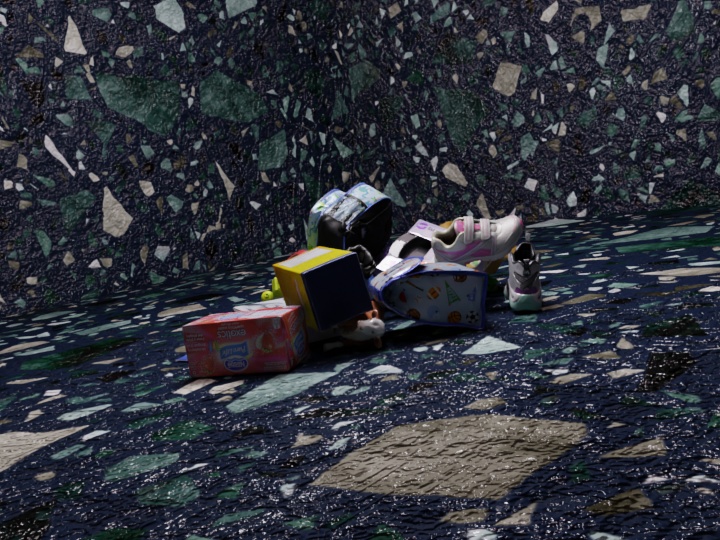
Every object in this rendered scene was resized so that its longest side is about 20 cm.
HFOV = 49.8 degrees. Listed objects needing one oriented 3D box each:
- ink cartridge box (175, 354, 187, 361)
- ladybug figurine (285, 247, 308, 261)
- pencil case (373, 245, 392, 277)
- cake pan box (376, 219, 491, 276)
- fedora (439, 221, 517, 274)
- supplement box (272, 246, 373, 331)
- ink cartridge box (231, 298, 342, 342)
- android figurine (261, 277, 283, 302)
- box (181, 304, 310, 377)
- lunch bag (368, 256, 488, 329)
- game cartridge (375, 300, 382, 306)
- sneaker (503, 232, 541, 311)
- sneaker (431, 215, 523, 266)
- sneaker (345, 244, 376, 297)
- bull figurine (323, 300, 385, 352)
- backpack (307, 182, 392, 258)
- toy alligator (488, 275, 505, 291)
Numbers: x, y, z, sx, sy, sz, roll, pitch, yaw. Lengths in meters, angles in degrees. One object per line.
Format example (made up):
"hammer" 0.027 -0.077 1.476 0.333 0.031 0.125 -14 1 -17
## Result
"ink cartridge box" -0.272 0.141 1.575 0.098 0.040 0.198 -3 9 38
"ladybug figurine" -0.099 -0.006 1.828 0.197 0.073 0.137 -13 49 -25
"pencil case" 0.043 0.008 1.862 0.199 0.085 0.085 -29 31 55
"cake pan box" 0.155 -0.013 1.644 0.198 0.053 0.184 23 49 29
"fedora" 0.265 -0.045 1.775 0.197 0.083 0.201 15 19 -5
"supplement box" -0.072 0.029 1.421 0.107 0.112 0.199 -21 12 -18
"ink cartridge box" -0.163 0.104 1.533 0.198 0.041 0.198 -12 19 -44
"android figurine" -0.131 0.055 1.733 0.178 0.042 0.201 -7 -26 -3
"box" -0.197 0.123 1.349 0.196 0.098 0.100 -7 6 20
"lunch bag" 0.119 0.037 1.440 0.196 0.127 0.170 2 3 -6
"game cartridge" 0.131 0.023 1.791 0.198 0.038 0.130 -16 -33 -49
"sneaker" 0.327 -0.005 1.540 0.076 0.143 0.200 -1 8 4
"sneaker" 0.227 -0.065 1.547 0.197 0.089 0.082 -23 40 15
"sneaker" 0.001 0.001 1.619 0.076 0.113 0.199 30 19 14
"bull figurine" -0.006 0.102 1.419 0.119 0.067 0.200 -9 6 9
"backpack" -0.024 -0.099 1.754 0.146 0.185 0.199 31 50 25
"toy alligator" 0.275 0.022 1.798 0.197 0.055 0.059 -4 8 39
